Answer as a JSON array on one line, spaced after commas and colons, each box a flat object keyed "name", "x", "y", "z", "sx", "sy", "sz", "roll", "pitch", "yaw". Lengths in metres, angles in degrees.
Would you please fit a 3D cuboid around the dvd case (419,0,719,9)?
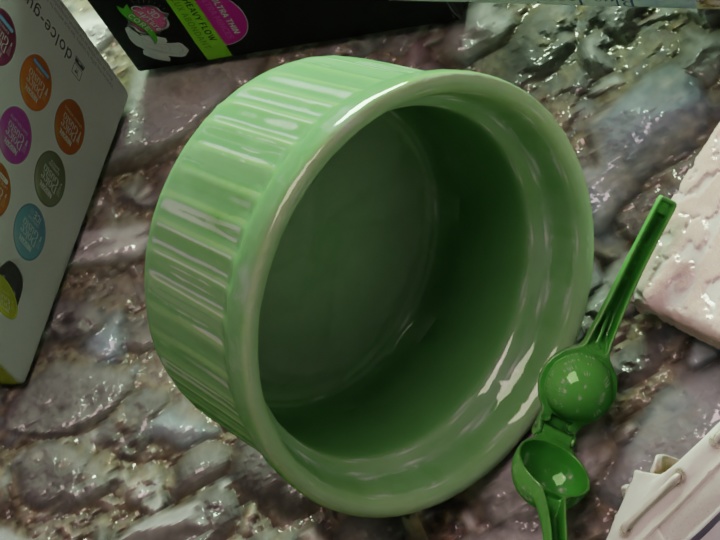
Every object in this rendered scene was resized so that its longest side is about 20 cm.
[{"name": "dvd case", "x": 0.119, "y": -0.189, "z": 1.195, "sx": 0.200, "sy": 0.018, "sz": 0.143, "roll": 4, "pitch": 58, "yaw": 20}]

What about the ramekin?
[{"name": "ramekin", "x": 0.000, "y": 0.000, "z": 1.091, "sx": 0.098, "sy": 0.200, "sz": 0.200, "roll": 23, "pitch": 69, "yaw": 47}]

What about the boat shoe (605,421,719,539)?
[{"name": "boat shoe", "x": 0.135, "y": 0.107, "z": 0.986, "sx": 0.200, "sy": 0.071, "sz": 0.070, "roll": -50, "pitch": 42, "yaw": 23}]

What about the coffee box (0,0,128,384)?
[{"name": "coffee box", "x": -0.275, "y": -0.070, "z": 1.288, "sx": 0.200, "sy": 0.200, "sz": 0.198, "roll": -1, "pitch": 56, "yaw": 28}]

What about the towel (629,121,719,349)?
[{"name": "towel", "x": 0.216, "y": -0.045, "z": 1.055, "sx": 0.200, "sy": 0.032, "sz": 0.191, "roll": -56, "pitch": 32, "yaw": -2}]

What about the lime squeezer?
[{"name": "lime squeezer", "x": 0.094, "y": 0.060, "z": 1.075, "sx": 0.038, "sy": 0.071, "sz": 0.200, "roll": 18, "pitch": 62, "yaw": 4}]

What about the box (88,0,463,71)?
[{"name": "box", "x": -0.053, "y": -0.209, "z": 1.307, "sx": 0.200, "sy": 0.149, "sz": 0.125, "roll": -7, "pitch": 53, "yaw": 24}]
